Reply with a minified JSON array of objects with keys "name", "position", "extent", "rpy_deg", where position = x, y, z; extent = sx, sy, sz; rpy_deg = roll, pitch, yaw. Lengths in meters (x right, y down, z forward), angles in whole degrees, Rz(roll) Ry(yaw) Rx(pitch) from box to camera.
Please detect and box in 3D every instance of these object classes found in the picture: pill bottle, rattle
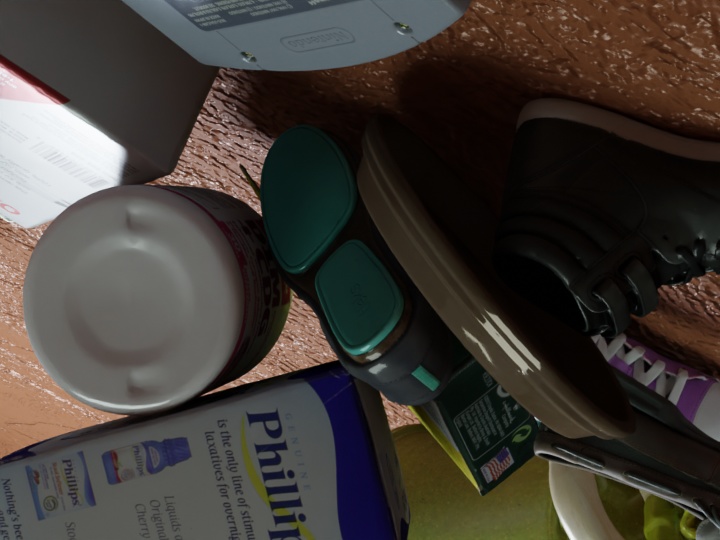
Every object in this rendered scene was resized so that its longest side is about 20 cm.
[{"name":"pill bottle","position":[-0.099,0.011,0.971],"extent":[0.112,0.114,0.200],"rpy_deg":[22,-175,6]},{"name":"rattle","position":[0.174,0.107,1.139],"extent":[0.201,0.130,0.142],"rpy_deg":[55,144,-6]}]

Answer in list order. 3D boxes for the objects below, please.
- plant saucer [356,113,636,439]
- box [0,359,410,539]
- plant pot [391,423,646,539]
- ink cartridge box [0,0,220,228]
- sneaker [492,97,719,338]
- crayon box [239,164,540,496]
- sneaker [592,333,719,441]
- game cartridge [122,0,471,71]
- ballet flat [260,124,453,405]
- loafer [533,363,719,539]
[{"name":"plant saucer","position":[0.063,0.008,0.884],"extent":[0.200,0.029,0.200],"rpy_deg":[47,-169,-12]},{"name":"box","position":[-0.080,0.120,0.961],"extent":[0.198,0.106,0.184],"rpy_deg":[-15,179,2]},{"name":"plant pot","position":[0.112,0.200,1.307],"extent":[0.200,0.202,0.183],"rpy_deg":[36,146,-31]},{"name":"ink cartridge box","position":[-0.187,-0.105,0.979],"extent":[0.144,0.084,0.199],"rpy_deg":[33,156,-24]},{"name":"sneaker","position":[0.150,-0.006,0.815],"extent":[0.198,0.100,0.071],"rpy_deg":[16,158,20]},{"name":"crayon box","position":[0.017,0.019,1.013],"extent":[0.200,0.051,0.127],"rpy_deg":[48,172,35]},{"name":"sneaker","position":[0.135,0.057,1.046],"extent":[0.199,0.073,0.115],"rpy_deg":[19,157,16]},{"name":"game cartridge","position":[-0.043,-0.140,0.796],"extent":[0.133,0.042,0.199],"rpy_deg":[32,160,-34]},{"name":"ballet flat","position":[0.000,0.000,0.905],"extent":[0.073,0.073,0.201],"rpy_deg":[38,-166,-35]},{"name":"loafer","position":[0.181,0.122,0.953],"extent":[0.199,0.063,0.072],"rpy_deg":[33,169,29]}]
